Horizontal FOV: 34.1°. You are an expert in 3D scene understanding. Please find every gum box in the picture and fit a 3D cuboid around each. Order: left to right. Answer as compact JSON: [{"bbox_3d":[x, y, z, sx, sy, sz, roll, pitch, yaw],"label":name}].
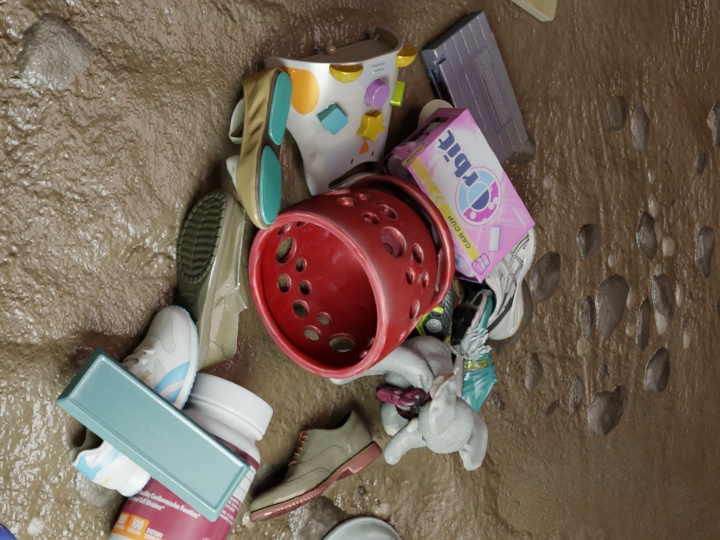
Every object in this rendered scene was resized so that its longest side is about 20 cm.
[{"bbox_3d":[0.122,-0.100,1.481,0.113,0.066,0.201,-44,117,-19],"label":"gum box"}]

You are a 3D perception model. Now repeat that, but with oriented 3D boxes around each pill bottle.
[{"bbox_3d":[-0.174,0.219,1.235,0.114,0.113,0.202,40,64,-38],"label":"pill bottle"}]

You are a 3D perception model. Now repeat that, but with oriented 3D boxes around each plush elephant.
[{"bbox_3d":[0.077,0.167,1.410,0.165,0.198,0.156,54,21,-38],"label":"plush elephant"}]

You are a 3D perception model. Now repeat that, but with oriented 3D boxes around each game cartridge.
[{"bbox_3d":[0.160,-0.240,1.617,0.130,0.038,0.202,-44,121,-40],"label":"game cartridge"}]

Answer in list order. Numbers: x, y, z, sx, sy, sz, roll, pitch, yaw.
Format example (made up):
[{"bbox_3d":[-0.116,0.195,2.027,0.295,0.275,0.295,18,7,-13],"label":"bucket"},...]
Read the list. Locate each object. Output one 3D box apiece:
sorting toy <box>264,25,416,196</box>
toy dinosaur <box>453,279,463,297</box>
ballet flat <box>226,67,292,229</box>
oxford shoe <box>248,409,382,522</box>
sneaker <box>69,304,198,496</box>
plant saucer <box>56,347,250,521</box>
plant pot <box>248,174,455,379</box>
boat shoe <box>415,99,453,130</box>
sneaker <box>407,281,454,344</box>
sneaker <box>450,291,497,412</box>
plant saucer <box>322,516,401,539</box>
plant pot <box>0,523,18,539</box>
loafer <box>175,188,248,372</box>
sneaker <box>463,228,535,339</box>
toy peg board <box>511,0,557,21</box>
[{"bbox_3d":[-0.011,-0.181,1.419,0.199,0.106,0.182,-25,128,-42],"label":"sorting toy"},{"bbox_3d":[0.089,-0.003,1.535,0.101,0.058,0.201,-51,124,-30],"label":"toy dinosaur"},{"bbox_3d":[-0.116,-0.132,1.296,0.069,0.062,0.202,57,34,-55],"label":"ballet flat"},{"bbox_3d":[-0.065,0.233,1.395,0.199,0.070,0.075,-26,85,-42],"label":"oxford shoe"},{"bbox_3d":[-0.229,0.124,1.206,0.080,0.076,0.202,32,65,-33],"label":"sneaker"},{"bbox_3d":[-0.202,0.162,1.165,0.199,0.019,0.070,39,67,-9],"label":"plant saucer"},{"bbox_3d":[0.000,0.000,1.349,0.182,0.199,0.203,-28,111,-47],"label":"plant pot"},{"bbox_3d":[0.121,-0.133,1.561,0.063,0.070,0.202,-88,160,-71],"label":"boat shoe"},{"bbox_3d":[0.082,0.073,1.499,0.077,0.074,0.202,-65,166,-54],"label":"sneaker"},{"bbox_3d":[0.145,0.128,1.574,0.079,0.077,0.203,12,92,-19],"label":"sneaker"},{"bbox_3d":[0.008,0.414,1.473,0.199,0.050,0.203,-3,94,-46],"label":"plant saucer"},{"bbox_3d":[-0.392,0.298,0.968,0.199,0.199,0.182,5,81,-45],"label":"plant pot"},{"bbox_3d":[-0.159,0.012,1.277,0.067,0.076,0.203,9,95,-46],"label":"loafer"},{"bbox_3d":[0.187,-0.006,1.621,0.087,0.075,0.203,6,87,-45],"label":"sneaker"},{"bbox_3d":[0.258,-0.489,1.661,0.199,0.097,0.202,19,78,-44],"label":"toy peg board"}]
